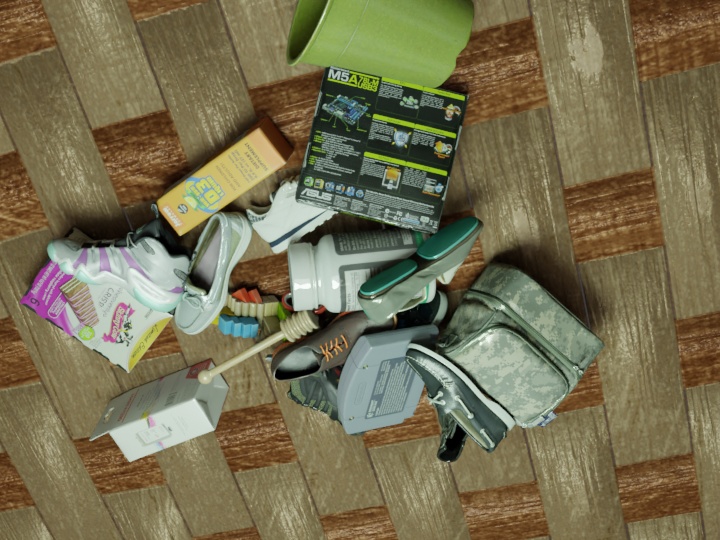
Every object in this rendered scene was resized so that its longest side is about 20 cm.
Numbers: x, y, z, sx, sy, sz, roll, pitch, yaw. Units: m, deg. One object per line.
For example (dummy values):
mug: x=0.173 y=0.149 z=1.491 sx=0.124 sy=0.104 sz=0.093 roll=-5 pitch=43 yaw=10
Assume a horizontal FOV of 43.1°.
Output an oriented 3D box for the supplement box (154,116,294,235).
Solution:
supplement box: x=-0.194 y=-0.132 z=1.293 sx=0.200 sy=0.069 sz=0.067 roll=-32 pitch=107 yaw=21

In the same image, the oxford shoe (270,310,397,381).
oxford shoe: x=-0.037 y=0.112 z=1.318 sx=0.200 sy=0.073 sz=0.071 roll=-28 pitch=100 yaw=8

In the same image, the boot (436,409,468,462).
boot: x=0.165 y=0.187 z=1.385 sx=0.068 sy=0.131 sz=0.200 roll=14 pitch=116 yaw=-3

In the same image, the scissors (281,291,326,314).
scissors: x=-0.016 y=0.044 z=1.354 sx=0.200 sy=0.073 sz=0.014 roll=10 pitch=150 yaw=9

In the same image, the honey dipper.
honey dipper: x=-0.153 y=0.115 z=1.337 sx=0.200 sy=0.038 sz=0.038 roll=-30 pitch=110 yaw=13

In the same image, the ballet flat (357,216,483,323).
ballet flat: x=0.087 y=0.002 z=1.225 sx=0.200 sy=0.067 sz=0.064 roll=-33 pitch=117 yaw=-9

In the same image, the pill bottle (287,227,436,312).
pill bottle: x=0.000 y=0.000 z=1.296 sx=0.200 sy=0.113 sz=0.113 roll=-5 pitch=116 yaw=-6

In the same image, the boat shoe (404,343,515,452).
boat shoe: x=0.133 y=0.181 z=1.284 sx=0.200 sy=0.076 sz=0.060 roll=40 pitch=76 yaw=-10

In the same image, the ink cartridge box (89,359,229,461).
ink cartridge box: x=-0.319 y=0.228 z=1.451 sx=0.200 sy=0.117 sz=0.068 roll=-21 pitch=113 yaw=15

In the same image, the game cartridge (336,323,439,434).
game cartridge: x=0.034 y=0.162 z=1.351 sx=0.133 sy=0.042 sz=0.200 roll=-5 pitch=134 yaw=-20

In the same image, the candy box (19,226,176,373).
candy box: x=-0.397 y=0.047 z=1.399 sx=0.200 sy=0.061 sz=0.136 roll=35 pitch=113 yaw=-13

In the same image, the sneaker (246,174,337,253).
sneaker: x=-0.072 y=-0.106 z=1.295 sx=0.200 sy=0.076 sz=0.081 roll=-34 pitch=100 yaw=17

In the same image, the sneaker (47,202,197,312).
sneaker: x=-0.329 y=-0.040 z=1.293 sx=0.200 sy=0.078 sz=0.140 roll=22 pitch=110 yaw=-15

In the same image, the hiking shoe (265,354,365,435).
hiking shoe: x=-0.061 y=0.188 z=1.446 sx=0.101 sy=0.076 sz=0.200 roll=-16 pitch=121 yaw=36

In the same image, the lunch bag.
lunch bag: x=0.224 y=0.111 z=1.311 sx=0.200 sy=0.139 sz=0.168 roll=41 pitch=86 yaw=-18

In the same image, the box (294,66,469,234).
box: x=0.028 y=-0.164 z=1.230 sx=0.200 sy=0.048 sz=0.193 roll=12 pitch=88 yaw=-2

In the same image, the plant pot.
plant pot: x=0.032 y=-0.317 z=1.134 sx=0.190 sy=0.200 sz=0.200 roll=18 pitch=117 yaw=-19

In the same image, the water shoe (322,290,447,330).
water shoe: x=0.034 y=0.077 z=1.364 sx=0.200 sy=0.072 sz=0.079 roll=-28 pitch=132 yaw=18

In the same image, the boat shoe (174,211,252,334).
boat shoe: x=-0.228 y=0.003 z=1.339 sx=0.074 sy=0.065 sz=0.202 roll=39 pitch=108 yaw=27

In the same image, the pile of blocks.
pile of blocks: x=-0.154 y=0.064 z=1.377 sx=0.200 sy=0.082 sz=0.062 roll=8 pitch=117 yaw=1
